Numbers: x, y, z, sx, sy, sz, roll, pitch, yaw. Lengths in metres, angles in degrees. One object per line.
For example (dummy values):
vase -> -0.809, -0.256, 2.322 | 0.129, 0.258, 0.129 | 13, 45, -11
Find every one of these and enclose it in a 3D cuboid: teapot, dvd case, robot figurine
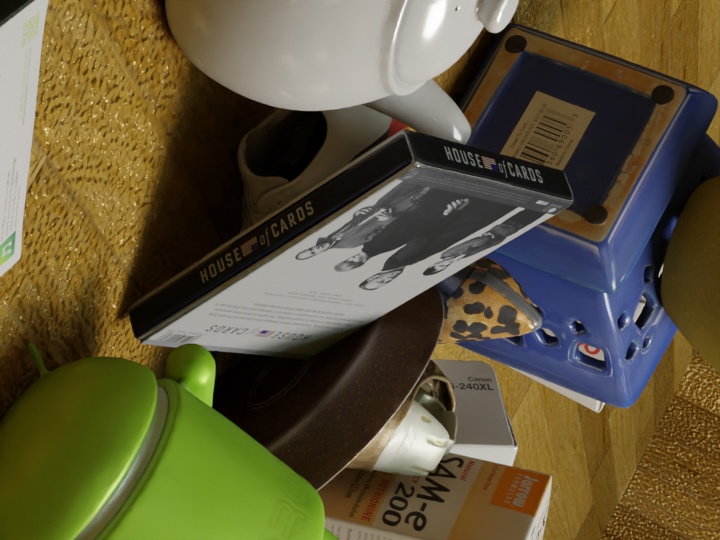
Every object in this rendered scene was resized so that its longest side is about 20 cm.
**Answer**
teapot -> 0.009, -0.157, 1.125 | 0.199, 0.145, 0.200 | -68, 164, 13
dvd case -> -0.005, -0.008, 1.252 | 0.199, 0.025, 0.150 | -31, 157, 30
robot figurine -> -0.099, 0.121, 1.157 | 0.115, 0.200, 0.176 | -28, -147, 49

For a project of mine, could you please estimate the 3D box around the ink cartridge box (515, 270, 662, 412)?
ink cartridge box -> 0.183, -0.004, 1.971 | 0.201, 0.145, 0.084 | -58, 165, -20

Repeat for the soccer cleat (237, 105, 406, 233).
soccer cleat -> -0.041, -0.042, 1.317 | 0.085, 0.069, 0.201 | -1, 136, -38

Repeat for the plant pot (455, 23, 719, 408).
plant pot -> 0.145, -0.050, 1.686 | 0.201, 0.199, 0.180 | -58, 157, -22

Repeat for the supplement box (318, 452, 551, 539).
supplement box -> 0.010, 0.161, 1.467 | 0.126, 0.198, 0.074 | -56, 155, -66

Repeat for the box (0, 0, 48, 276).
box -> -0.191, -0.014, 0.895 | 0.200, 0.036, 0.145 | -50, 159, -47

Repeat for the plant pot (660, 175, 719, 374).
plant pot -> 0.293, 0.006, 1.637 | 0.200, 0.141, 0.201 | -41, 141, -45

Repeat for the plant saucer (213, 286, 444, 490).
plant saucer -> -0.037, 0.070, 1.383 | 0.200, 0.035, 0.201 | -39, -161, 16

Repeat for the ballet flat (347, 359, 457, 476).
ballet flat -> 0.024, 0.093, 1.464 | 0.068, 0.072, 0.200 | -57, 174, 11

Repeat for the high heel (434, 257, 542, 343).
high heel -> 0.054, 0.047, 1.617 | 0.072, 0.142, 0.200 | -57, 163, -26

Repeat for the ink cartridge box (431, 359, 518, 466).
ink cartridge box -> 0.013, 0.161, 1.632 | 0.084, 0.144, 0.201 | -105, -158, -47
